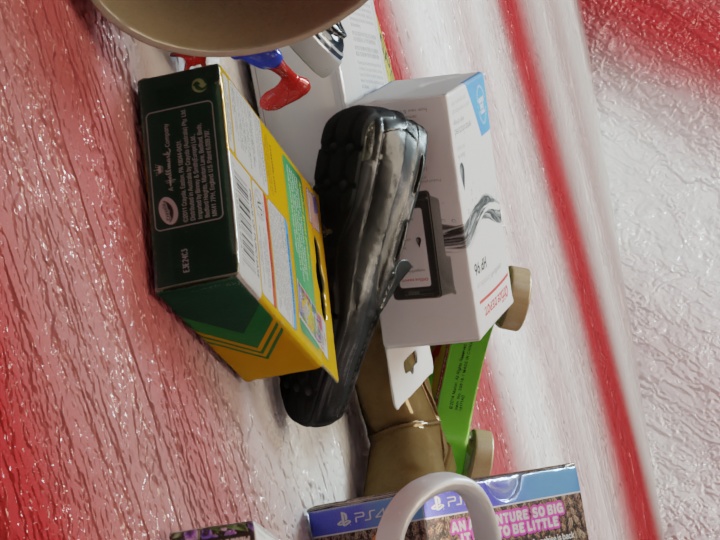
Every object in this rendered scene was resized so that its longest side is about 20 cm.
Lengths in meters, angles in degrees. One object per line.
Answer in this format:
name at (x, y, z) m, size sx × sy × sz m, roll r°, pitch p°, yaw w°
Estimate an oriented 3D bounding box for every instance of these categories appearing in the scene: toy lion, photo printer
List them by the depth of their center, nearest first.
photo printer at (-0.030, -0.152, 1.741) m, size 0.166 × 0.069 × 0.200 m, roll -14°, pitch 93°, yaw -78°
toy lion at (0.071, 0.049, 1.957) m, size 0.192 × 0.069 × 0.200 m, roll -118°, pitch -141°, yaw -79°

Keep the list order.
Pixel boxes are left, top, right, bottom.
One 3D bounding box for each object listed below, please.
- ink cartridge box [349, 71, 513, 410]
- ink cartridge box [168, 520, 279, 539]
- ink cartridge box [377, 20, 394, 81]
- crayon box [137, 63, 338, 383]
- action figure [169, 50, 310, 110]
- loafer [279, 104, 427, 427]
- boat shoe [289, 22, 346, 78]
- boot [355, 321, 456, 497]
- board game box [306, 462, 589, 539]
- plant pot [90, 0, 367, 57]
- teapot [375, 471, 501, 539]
ink cartridge box at (0.051, -0.021, 1.698) m, size 0.116 × 0.068 × 0.200 m, roll -39°, pitch 123°, yaw -71°
ink cartridge box at (-0.052, 0.236, 1.323) m, size 0.109 × 0.050 × 0.200 m, roll 52°, pitch 30°, yaw -67°
ink cartridge box at (0.016, -0.087, 1.976) m, size 0.200 × 0.047 × 0.198 m, roll -76°, pitch 152°, yaw -60°
crayon box at (-0.068, -0.018, 1.482) m, size 0.200 × 0.052 × 0.126 m, roll 51°, pitch 29°, yaw -65°
action figure at (-0.090, -0.153, 1.512) m, size 0.200 × 0.052 × 0.065 m, roll 45°, pitch 29°, yaw -61°
loafer at (0.000, 0.000, 1.605) m, size 0.070 × 0.068 × 0.201 m, roll 11°, pitch 92°, yaw -37°
boat shoe at (-0.043, -0.214, 1.528) m, size 0.200 × 0.091 × 0.071 m, roll 59°, pitch 9°, yaw 16°
boot at (0.010, 0.071, 1.763) m, size 0.175 × 0.066 × 0.200 m, roll -86°, pitch 161°, yaw -73°
board game box at (0.069, 0.231, 1.635) m, size 0.159 × 0.097 × 0.200 m, roll -3°, pitch 81°, yaw -49°
plant pot at (-0.080, -0.249, 1.390) m, size 0.187 × 0.187 × 0.200 m, roll 65°, pitch 4°, yaw -49°
teapot at (0.029, 0.245, 1.429) m, size 0.146 × 0.197 × 0.200 m, roll 24°, pitch 34°, yaw -48°
